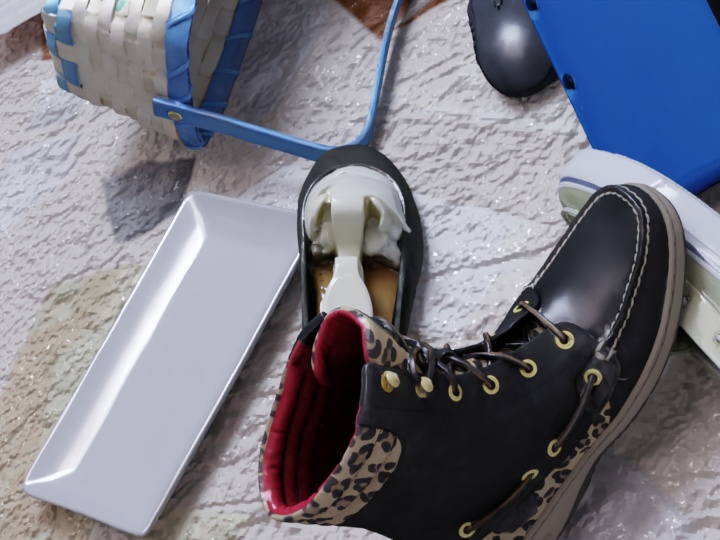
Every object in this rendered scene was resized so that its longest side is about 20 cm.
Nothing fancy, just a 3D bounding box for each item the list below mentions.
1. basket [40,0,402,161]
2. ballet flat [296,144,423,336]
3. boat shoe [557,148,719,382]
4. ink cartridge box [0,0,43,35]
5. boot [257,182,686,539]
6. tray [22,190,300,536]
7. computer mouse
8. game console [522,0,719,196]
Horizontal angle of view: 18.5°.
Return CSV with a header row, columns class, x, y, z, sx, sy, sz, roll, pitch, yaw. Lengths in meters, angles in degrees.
class,x,y,z,sx,sy,sz,roll,pitch,yaw
basket,-0.075,-0.153,1.273,0.199,0.139,0.177,12,62,4
ballet flat,0.000,0.000,1.137,0.068,0.069,0.201,-2,55,0
boat shoe,0.151,0.008,1.019,0.062,0.072,0.200,-47,46,-5
ink cartridge box,-0.192,-0.252,1.498,0.162,0.050,0.201,-26,55,18
boot,0.050,0.042,0.975,0.073,0.150,0.201,43,111,47
tray,-0.100,0.050,1.211,0.107,0.022,0.201,13,67,41
computer mouse,0.080,-0.176,1.237,0.058,0.034,0.201,-26,46,20
game console,0.179,-0.153,1.083,0.170,0.118,0.201,-23,83,-13
